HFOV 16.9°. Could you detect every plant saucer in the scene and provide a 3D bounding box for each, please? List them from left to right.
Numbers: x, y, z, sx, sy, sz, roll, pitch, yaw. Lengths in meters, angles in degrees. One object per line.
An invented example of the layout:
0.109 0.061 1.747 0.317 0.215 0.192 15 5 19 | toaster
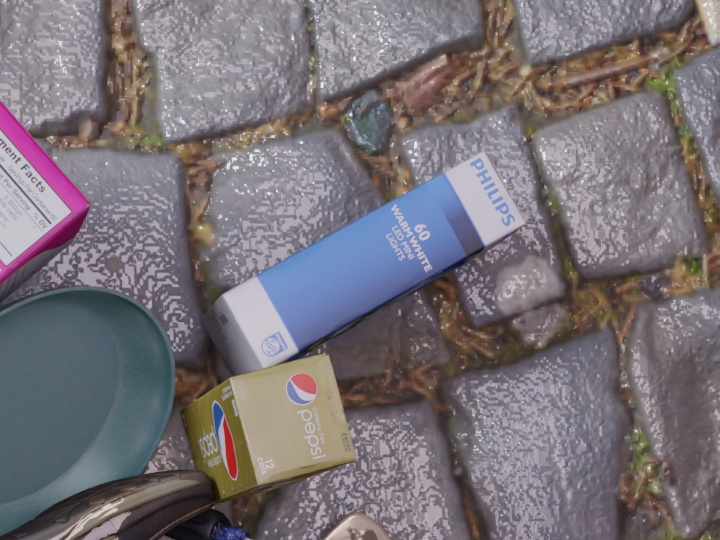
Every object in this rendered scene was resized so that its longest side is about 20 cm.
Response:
-0.208 0.090 1.511 0.200 0.200 0.036 -39 48 -15 | plant saucer

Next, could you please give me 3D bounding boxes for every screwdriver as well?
-0.061 0.170 1.511 0.028 0.200 0.029 -54 128 -25 | screwdriver

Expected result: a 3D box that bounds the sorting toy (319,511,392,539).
0.026 0.274 1.522 0.107 0.200 0.180 -41 103 4 | sorting toy

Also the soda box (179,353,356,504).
-0.060 0.102 1.505 0.064 0.200 0.068 -14 84 -14 | soda box

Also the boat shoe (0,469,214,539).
-0.179 0.185 1.508 0.199 0.074 0.074 -23 98 -18 | boat shoe

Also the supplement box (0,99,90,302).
-0.270 -0.003 1.443 0.200 0.101 0.103 -40 89 -19 | supplement box

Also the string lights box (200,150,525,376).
0.000 0.000 1.584 0.200 0.103 0.059 -29 87 -14 | string lights box
